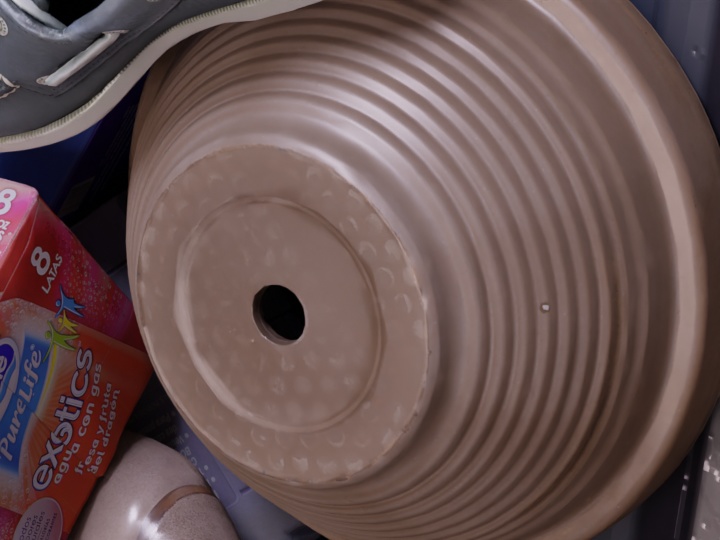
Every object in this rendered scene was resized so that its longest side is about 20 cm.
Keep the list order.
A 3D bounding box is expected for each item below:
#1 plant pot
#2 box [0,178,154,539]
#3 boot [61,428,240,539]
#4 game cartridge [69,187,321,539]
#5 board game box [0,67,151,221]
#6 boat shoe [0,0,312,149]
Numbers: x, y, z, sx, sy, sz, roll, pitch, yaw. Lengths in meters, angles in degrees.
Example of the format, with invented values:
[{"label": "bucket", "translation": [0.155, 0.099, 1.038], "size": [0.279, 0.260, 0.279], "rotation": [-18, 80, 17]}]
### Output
[{"label": "plant pot", "translation": [0.000, 0.000, 0.831], "size": [0.200, 0.093, 0.202], "rotation": [11, 110, 31]}, {"label": "box", "translation": [-0.176, 0.017, 0.916], "size": [0.199, 0.096, 0.100], "rotation": [14, 157, 30]}, {"label": "boot", "translation": [-0.102, 0.148, 0.933], "size": [0.146, 0.070, 0.200], "rotation": [41, 101, 30]}, {"label": "game cartridge", "translation": [-0.095, 0.063, 0.981], "size": [0.200, 0.038, 0.130], "rotation": [-32, 92, 31]}, {"label": "board game box", "translation": [-0.092, -0.129, 0.901], "size": [0.135, 0.045, 0.200], "rotation": [47, 133, 14]}, {"label": "boat shoe", "translation": [-0.078, -0.088, 0.809], "size": [0.199, 0.062, 0.073], "rotation": [-19, 66, 41]}]
